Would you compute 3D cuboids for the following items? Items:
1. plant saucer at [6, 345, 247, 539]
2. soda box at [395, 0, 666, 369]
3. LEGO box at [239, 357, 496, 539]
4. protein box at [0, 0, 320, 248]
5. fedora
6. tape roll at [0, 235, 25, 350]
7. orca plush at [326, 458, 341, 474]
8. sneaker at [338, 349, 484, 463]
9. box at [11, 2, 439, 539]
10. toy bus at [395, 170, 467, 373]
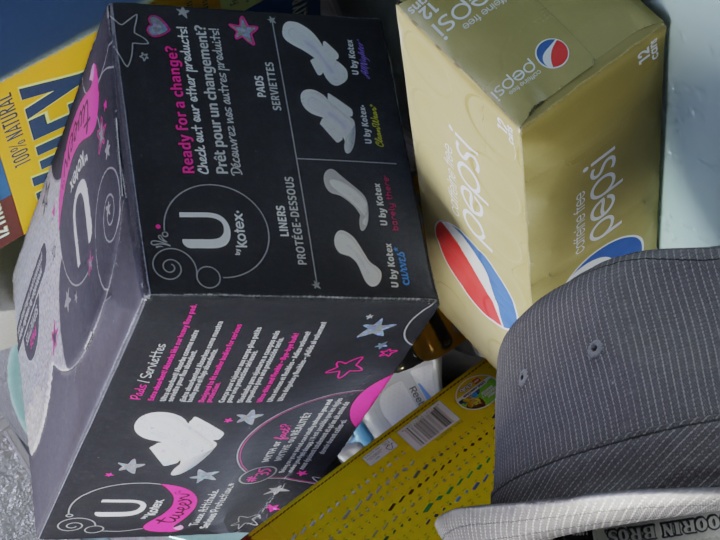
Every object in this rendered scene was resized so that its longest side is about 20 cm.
[{"bbox_3d":[-0.085,0.067,1.204,0.200,0.039,0.202,10,135,11],"label":"plant saucer"},{"bbox_3d":[0.063,-0.033,0.820,0.068,0.064,0.200,47,165,26],"label":"soda box"},{"bbox_3d":[0.056,0.127,0.932,0.077,0.200,0.149,39,160,46],"label":"LEGO box"},{"bbox_3d":[-0.150,-0.144,0.950,0.200,0.198,0.135,56,167,18],"label":"protein box"},{"bbox_3d":[0.113,0.043,0.724,0.200,0.176,0.091,-27,64,56],"label":"fedora"},{"bbox_3d":[-0.206,-0.053,1.030,0.203,0.202,0.037,51,127,12],"label":"tape roll"},{"bbox_3d":[-0.005,0.148,1.133,0.200,0.071,0.105,48,153,-8],"label":"orca plush"},{"bbox_3d":[0.069,0.092,1.084,0.200,0.086,0.075,40,-152,-31],"label":"sneaker"},{"bbox_3d":[-0.064,0.005,0.903,0.200,0.114,0.133,122,143,-53],"label":"box"},{"bbox_3d":[0.000,0.000,1.031,0.065,0.078,0.200,62,156,-10],"label":"toy bus"}]
